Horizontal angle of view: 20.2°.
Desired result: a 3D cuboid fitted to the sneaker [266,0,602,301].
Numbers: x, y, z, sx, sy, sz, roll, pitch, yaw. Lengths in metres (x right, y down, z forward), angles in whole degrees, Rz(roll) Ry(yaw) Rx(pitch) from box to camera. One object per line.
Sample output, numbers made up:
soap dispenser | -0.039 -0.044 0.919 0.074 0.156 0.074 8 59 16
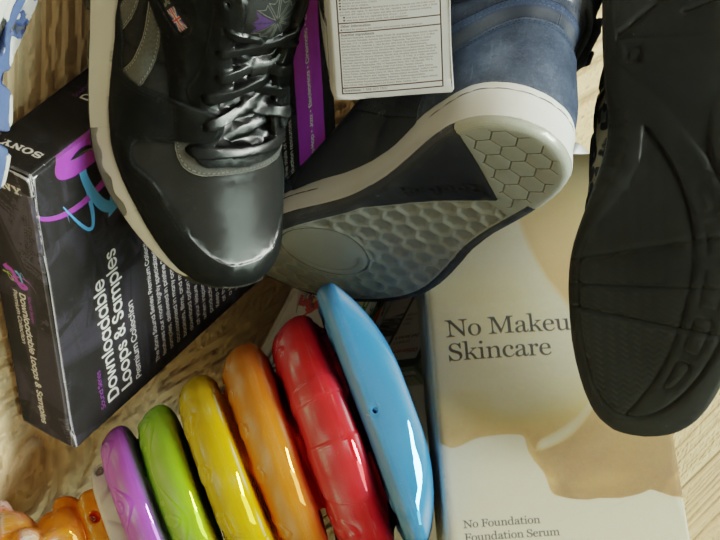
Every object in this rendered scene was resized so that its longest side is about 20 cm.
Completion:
sneaker | 0.030 -0.076 0.859 0.077 0.202 0.147 28 57 -26

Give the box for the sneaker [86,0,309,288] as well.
sneaker | -0.056 -0.088 0.753 0.075 0.087 0.201 -19 105 -34

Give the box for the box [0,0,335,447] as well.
box | -0.079 -0.039 0.864 0.200 0.036 0.144 -45 145 -40

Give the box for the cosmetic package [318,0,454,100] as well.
cosmetic package | 0.002 -0.158 0.799 0.201 0.050 0.083 -97 -176 -52

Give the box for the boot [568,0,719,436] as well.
boot | 0.137 -0.039 0.849 0.154 0.073 0.205 -9 102 -74

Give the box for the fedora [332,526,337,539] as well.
fedora | 0.047 0.114 1.105 0.199 0.091 0.202 6 78 -27

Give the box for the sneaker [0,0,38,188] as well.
sneaker | -0.159 -0.091 0.639 0.115 0.080 0.201 -19 126 -58

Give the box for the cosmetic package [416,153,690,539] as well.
cosmetic package | 0.079 0.050 0.885 0.071 0.104 0.201 90 -4 -58

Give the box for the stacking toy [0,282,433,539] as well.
stacking toy | -0.072 0.093 0.855 0.199 0.117 0.110 -21 173 -3

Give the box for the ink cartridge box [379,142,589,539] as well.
ink cartridge box | 0.083 0.059 1.017 0.146 0.084 0.201 43 63 -31

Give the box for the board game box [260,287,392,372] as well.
board game box | 0.000 0.000 0.991 0.201 0.034 0.126 -63 171 -11
